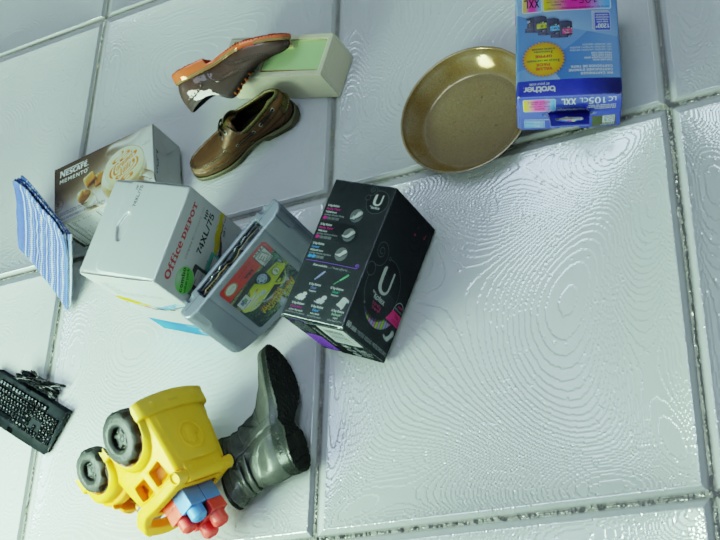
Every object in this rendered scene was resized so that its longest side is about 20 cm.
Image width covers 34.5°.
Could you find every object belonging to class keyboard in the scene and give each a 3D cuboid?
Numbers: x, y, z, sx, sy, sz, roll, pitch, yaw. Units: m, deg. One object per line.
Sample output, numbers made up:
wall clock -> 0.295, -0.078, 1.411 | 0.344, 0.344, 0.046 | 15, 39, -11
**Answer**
keyboard -> -0.525, 0.199, 1.784 | 0.199, 0.040, 0.105 | 20, 77, 36

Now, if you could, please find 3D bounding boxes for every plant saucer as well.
plant saucer -> 0.151, -0.215, 1.598 | 0.198, 0.035, 0.202 | -14, 60, 24

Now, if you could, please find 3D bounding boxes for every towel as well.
towel -> -0.511, -0.046, 1.857 | 0.024, 0.146, 0.200 | -15, 40, -32

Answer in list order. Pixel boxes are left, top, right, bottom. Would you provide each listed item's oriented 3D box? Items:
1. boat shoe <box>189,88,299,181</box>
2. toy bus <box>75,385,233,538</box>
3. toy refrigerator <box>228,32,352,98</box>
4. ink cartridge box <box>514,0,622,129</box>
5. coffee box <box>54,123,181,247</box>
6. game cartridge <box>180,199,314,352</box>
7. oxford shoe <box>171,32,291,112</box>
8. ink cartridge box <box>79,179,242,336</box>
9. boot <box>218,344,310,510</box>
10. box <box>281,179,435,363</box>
boat shoe -> -0.192, -0.216, 1.784 | 0.199, 0.068, 0.072 | -34, 54, 12
toy bus -> -0.258, 0.279, 1.522 | 0.200, 0.135, 0.193 | -47, 69, 33
toy refrigerator -> -0.119, -0.317, 1.793 | 0.198, 0.070, 0.077 | 5, 68, 33
ink cartridge box -> 0.269, -0.261, 1.505 | 0.135, 0.077, 0.202 | -2, 64, 9
coffee box -> -0.388, -0.134, 1.851 | 0.198, 0.080, 0.115 | -21, 57, 21
game cartridge -> -0.142, 0.013, 1.591 | 0.201, 0.133, 0.041 | -51, 51, -2
oxford shoe -> -0.187, -0.304, 1.764 | 0.198, 0.071, 0.073 | -21, 94, 18
ink cartridge box -> -0.261, -0.015, 1.635 | 0.145, 0.200, 0.148 | 7, 69, 33
boot -> -0.145, 0.205, 1.539 | 0.130, 0.068, 0.202 | -29, 52, 22
box -> 0.000, 0.000, 1.519 | 0.105, 0.122, 0.202 | 10, 71, 35
